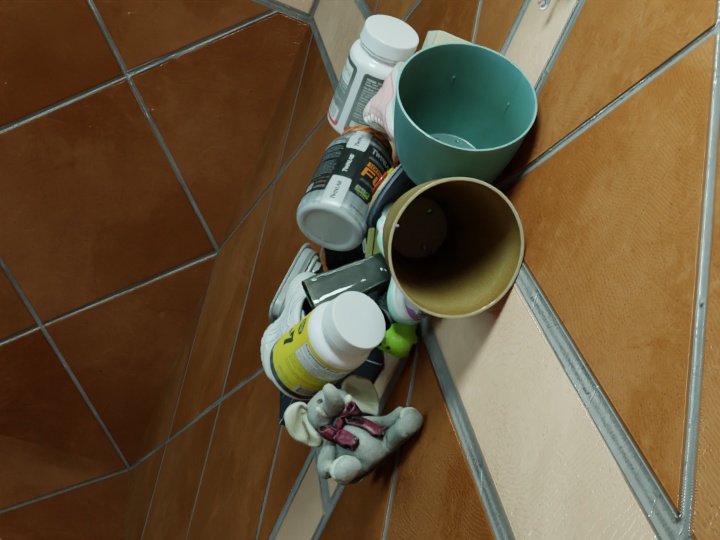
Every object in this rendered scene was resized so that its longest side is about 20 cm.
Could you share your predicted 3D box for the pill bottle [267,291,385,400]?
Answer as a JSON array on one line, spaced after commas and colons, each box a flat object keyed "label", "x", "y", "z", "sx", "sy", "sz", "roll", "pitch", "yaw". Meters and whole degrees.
[{"label": "pill bottle", "x": -0.053, "y": 0.117, "z": 1.696, "sx": 0.200, "sy": 0.114, "sz": 0.115, "roll": -40, "pitch": 34, "yaw": 46}]

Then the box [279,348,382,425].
[{"label": "box", "x": -0.056, "y": 0.157, "z": 1.937, "sx": 0.200, "sy": 0.117, "sz": 0.197, "roll": -93, "pitch": 27, "yaw": -54}]

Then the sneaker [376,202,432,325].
[{"label": "sneaker", "x": 0.101, "y": -0.026, "z": 1.664, "sx": 0.140, "sy": 0.078, "sz": 0.201, "roll": -24, "pitch": 70, "yaw": 42}]

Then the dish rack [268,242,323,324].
[{"label": "dish rack", "x": -0.108, "y": 0.061, "z": 2.078, "sx": 0.200, "sy": 0.043, "sz": 0.172, "roll": 80, "pitch": -147, "yaw": -60}]

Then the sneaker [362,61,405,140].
[{"label": "sneaker", "x": 0.055, "y": -0.242, "z": 1.747, "sx": 0.105, "sy": 0.075, "sz": 0.200, "roll": -49, "pitch": 24, "yaw": 35}]

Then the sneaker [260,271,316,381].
[{"label": "sneaker", "x": -0.114, "y": 0.101, "z": 1.862, "sx": 0.200, "sy": 0.074, "sz": 0.087, "roll": -70, "pitch": 21, "yaw": 5}]

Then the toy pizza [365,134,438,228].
[{"label": "toy pizza", "x": 0.071, "y": -0.151, "z": 1.749, "sx": 0.200, "sy": 0.032, "sz": 0.200, "roll": -45, "pitch": -13, "yaw": -14}]

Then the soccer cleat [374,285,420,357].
[{"label": "soccer cleat", "x": 0.048, "y": 0.061, "z": 1.765, "sx": 0.200, "sy": 0.081, "sz": 0.068, "roll": -95, "pitch": 28, "yaw": -54}]

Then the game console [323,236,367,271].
[{"label": "game console", "x": -0.010, "y": 0.023, "z": 2.115, "sx": 0.176, "sy": 0.116, "sz": 0.200, "roll": -33, "pitch": 30, "yaw": 16}]

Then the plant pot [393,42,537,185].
[{"label": "plant pot", "x": 0.137, "y": -0.201, "z": 1.574, "sx": 0.161, "sy": 0.200, "sz": 0.201, "roll": 105, "pitch": 174, "yaw": -56}]

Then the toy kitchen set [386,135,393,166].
[{"label": "toy kitchen set", "x": 0.070, "y": -0.283, "z": 2.087, "sx": 0.180, "sy": 0.163, "sz": 0.200, "roll": -34, "pitch": 17, "yaw": 11}]

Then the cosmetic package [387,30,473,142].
[{"label": "cosmetic package", "x": 0.133, "y": -0.294, "z": 1.842, "sx": 0.073, "sy": 0.103, "sz": 0.200, "roll": -140, "pitch": 69, "yaw": -74}]

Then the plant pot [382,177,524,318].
[{"label": "plant pot", "x": 0.103, "y": -0.045, "z": 1.508, "sx": 0.200, "sy": 0.186, "sz": 0.187, "roll": -144, "pitch": 73, "yaw": -73}]

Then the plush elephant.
[{"label": "plush elephant", "x": -0.022, "y": 0.232, "z": 1.639, "sx": 0.165, "sy": 0.155, "sz": 0.200, "roll": -34, "pitch": -12, "yaw": -19}]

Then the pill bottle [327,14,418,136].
[{"label": "pill bottle", "x": 0.024, "y": -0.329, "z": 1.871, "sx": 0.114, "sy": 0.114, "sz": 0.200, "roll": -89, "pitch": 18, "yaw": -47}]

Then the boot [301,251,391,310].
[{"label": "boot", "x": -0.001, "y": -0.002, "z": 1.809, "sx": 0.200, "sy": 0.073, "sz": 0.182, "roll": -27, "pitch": 20, "yaw": 0}]

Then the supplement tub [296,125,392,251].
[{"label": "supplement tub", "x": -0.021, "y": -0.142, "z": 1.829, "sx": 0.123, "sy": 0.122, "sz": 0.200, "roll": -48, "pitch": 16, "yaw": 54}]

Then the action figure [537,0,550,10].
[{"label": "action figure", "x": 0.295, "y": -0.481, "z": 1.585, "sx": 0.149, "sy": 0.134, "sz": 0.200, "roll": -26, "pitch": 42, "yaw": 4}]

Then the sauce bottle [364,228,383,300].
[{"label": "sauce bottle", "x": 0.036, "y": -0.007, "z": 1.909, "sx": 0.065, "sy": 0.065, "sz": 0.200, "roll": 131, "pitch": 153, "yaw": -53}]
